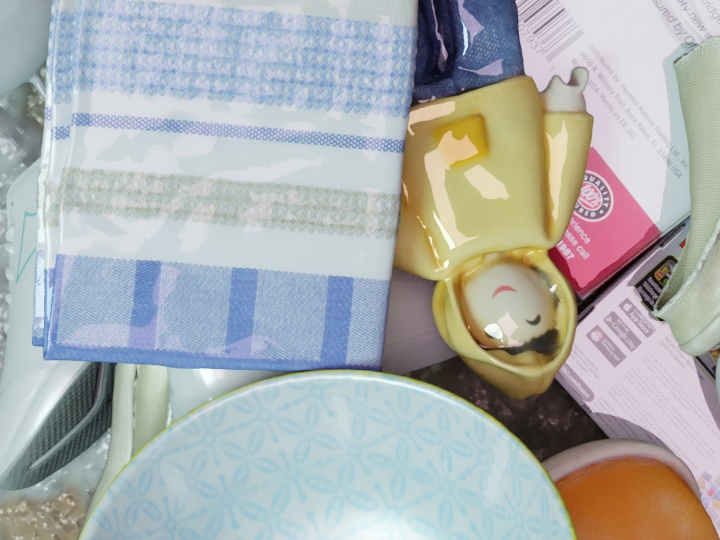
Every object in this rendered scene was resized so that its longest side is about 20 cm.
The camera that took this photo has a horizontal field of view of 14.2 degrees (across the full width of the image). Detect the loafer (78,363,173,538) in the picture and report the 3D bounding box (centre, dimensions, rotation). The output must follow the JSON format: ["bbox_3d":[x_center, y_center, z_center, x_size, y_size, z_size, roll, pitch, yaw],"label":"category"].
[{"bbox_3d":[-0.069,0.076,1.265,0.068,0.076,0.200,20,103,23],"label":"loafer"}]

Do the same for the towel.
[{"bbox_3d":[-0.053,-0.060,1.138,0.147,0.024,0.200,3,96,-9],"label":"towel"}]

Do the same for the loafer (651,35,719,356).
[{"bbox_3d":[0.156,-0.064,1.181,0.068,0.076,0.200,21,87,-1],"label":"loafer"}]

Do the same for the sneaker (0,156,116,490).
[{"bbox_3d":[-0.125,0.001,1.288,0.080,0.070,0.201,27,93,19],"label":"sneaker"}]

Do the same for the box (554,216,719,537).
[{"bbox_3d":[0.183,0.075,1.285,0.110,0.035,0.200,-42,90,4],"label":"box"}]

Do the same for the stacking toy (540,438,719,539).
[{"bbox_3d":[0.132,0.174,1.178,0.146,0.146,0.200,-52,47,4],"label":"stacking toy"}]

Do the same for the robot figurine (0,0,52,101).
[{"bbox_3d":[-0.205,-0.144,1.253,0.200,0.113,0.170,29,134,1],"label":"robot figurine"}]

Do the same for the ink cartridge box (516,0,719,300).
[{"bbox_3d":[0.127,-0.107,1.255,0.200,0.083,0.145,-38,91,3],"label":"ink cartridge box"}]

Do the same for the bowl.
[{"bbox_3d":[-0.008,0.150,1.136,0.200,0.108,0.200,-4,58,7],"label":"bowl"}]

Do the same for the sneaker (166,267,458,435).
[{"bbox_3d":[0.000,0.000,1.221,0.073,0.200,0.085,8,113,44],"label":"sneaker"}]

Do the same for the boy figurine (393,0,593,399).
[{"bbox_3d":[0.039,-0.044,1.184,0.124,0.064,0.200,-10,90,-15],"label":"boy figurine"}]

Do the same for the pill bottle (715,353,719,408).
[{"bbox_3d":[0.253,0.021,1.220,0.200,0.109,0.109,-35,91,-21],"label":"pill bottle"}]
